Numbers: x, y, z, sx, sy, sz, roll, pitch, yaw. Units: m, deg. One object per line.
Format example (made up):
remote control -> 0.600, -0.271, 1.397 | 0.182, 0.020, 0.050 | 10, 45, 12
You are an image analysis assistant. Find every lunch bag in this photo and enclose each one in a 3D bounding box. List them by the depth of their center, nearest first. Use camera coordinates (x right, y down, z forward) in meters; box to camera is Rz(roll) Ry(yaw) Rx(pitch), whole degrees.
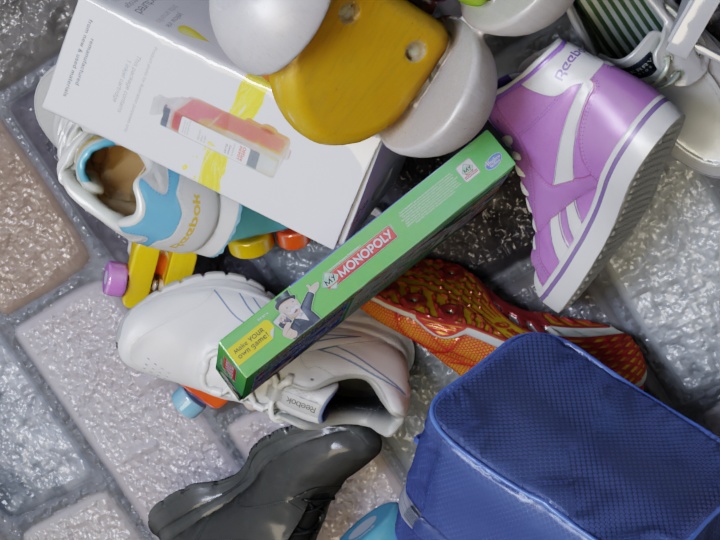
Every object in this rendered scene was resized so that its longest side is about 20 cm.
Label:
lunch bag -> 0.114, 0.143, 1.346 | 0.200, 0.136, 0.133 | 34, 133, 25

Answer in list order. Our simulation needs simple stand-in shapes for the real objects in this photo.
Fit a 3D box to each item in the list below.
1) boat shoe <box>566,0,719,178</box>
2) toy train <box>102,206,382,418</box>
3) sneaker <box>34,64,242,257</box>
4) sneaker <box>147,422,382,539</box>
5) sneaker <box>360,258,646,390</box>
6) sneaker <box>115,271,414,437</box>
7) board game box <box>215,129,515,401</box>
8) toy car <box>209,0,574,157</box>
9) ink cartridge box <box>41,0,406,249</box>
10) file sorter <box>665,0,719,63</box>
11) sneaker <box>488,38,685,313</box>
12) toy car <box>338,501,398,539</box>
boat shoe -> 0.163, -0.129, 1.325 | 0.073, 0.067, 0.200 | -36, 98, 28
toy train -> -0.082, -0.002, 1.475 | 0.150, 0.056, 0.200 | 34, 112, -28
sneaker -> -0.154, -0.080, 1.404 | 0.200, 0.081, 0.077 | 39, 112, 43
sneaker -> -0.054, 0.164, 1.508 | 0.200, 0.076, 0.091 | -36, 64, 35
sneaker -> 0.081, 0.053, 1.433 | 0.200, 0.073, 0.077 | 25, 127, 9
sneaker -> -0.056, 0.057, 1.433 | 0.199, 0.087, 0.075 | 7, 124, -13
board game box -> 0.000, 0.000, 1.346 | 0.200, 0.135, 0.029 | -38, 85, -9
toy car -> 0.010, -0.173, 1.243 | 0.175, 0.150, 0.200 | 27, 105, -35
ink cartridge box -> -0.068, -0.112, 1.366 | 0.200, 0.145, 0.084 | 26, 118, 5
file sorter -> 0.272, -0.196, 1.222 | 0.124, 0.139, 0.200 | 28, 119, 1
sneaker -> 0.118, -0.064, 1.352 | 0.114, 0.073, 0.201 | 35, 144, 13
toy car -> 0.004, 0.293, 1.488 | 0.177, 0.200, 0.185 | -33, 99, 27
